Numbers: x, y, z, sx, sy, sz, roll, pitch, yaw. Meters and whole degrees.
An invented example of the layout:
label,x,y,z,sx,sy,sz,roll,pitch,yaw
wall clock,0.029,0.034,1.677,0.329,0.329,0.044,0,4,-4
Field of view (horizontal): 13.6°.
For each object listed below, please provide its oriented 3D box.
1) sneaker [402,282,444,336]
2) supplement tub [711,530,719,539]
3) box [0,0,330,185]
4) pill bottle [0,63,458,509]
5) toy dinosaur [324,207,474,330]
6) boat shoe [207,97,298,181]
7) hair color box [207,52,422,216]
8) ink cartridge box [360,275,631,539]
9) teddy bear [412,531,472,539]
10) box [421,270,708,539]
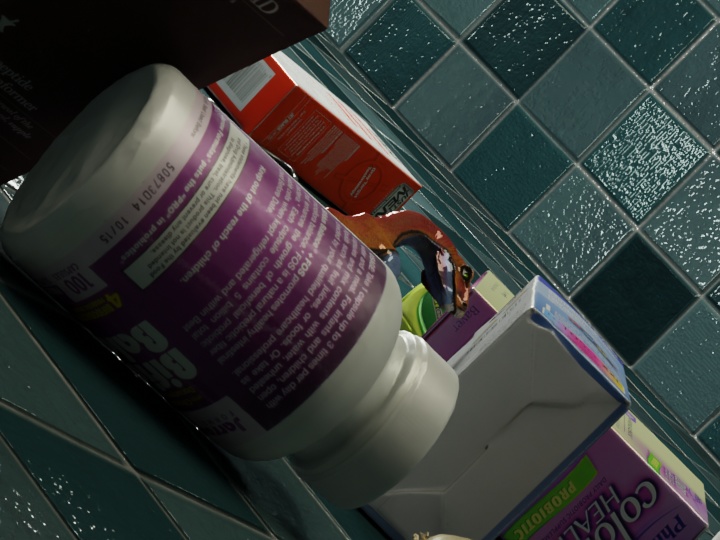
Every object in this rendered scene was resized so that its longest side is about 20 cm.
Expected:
label,x,y,z,sx,sy,sz,roll,pitch,yaw
sneaker,0.110,0.076,2.105,0.200,0.084,0.074,43,6,-22
supplement tub,0.326,0.260,2.042,0.200,0.145,0.145,41,7,-27
box,-0.119,-0.121,1.346,0.100,0.199,0.075,39,38,-39
pill bottle,-0.053,0.013,1.329,0.200,0.112,0.112,43,7,-18
toy dinosaur,0.000,0.000,1.557,0.105,0.201,0.181,36,48,17
boat shoe,-0.106,-0.077,1.788,0.200,0.060,0.074,38,10,-47
hair color box,-0.042,-0.115,2.450,0.200,0.061,0.102,36,11,-50
ink cartridge box,0.070,0.078,1.588,0.076,0.136,0.200,46,7,-2
teddy bear,0.096,0.194,1.414,0.200,0.067,0.145,35,1,-25
box,0.111,0.107,1.852,0.200,0.097,0.176,44,6,1
